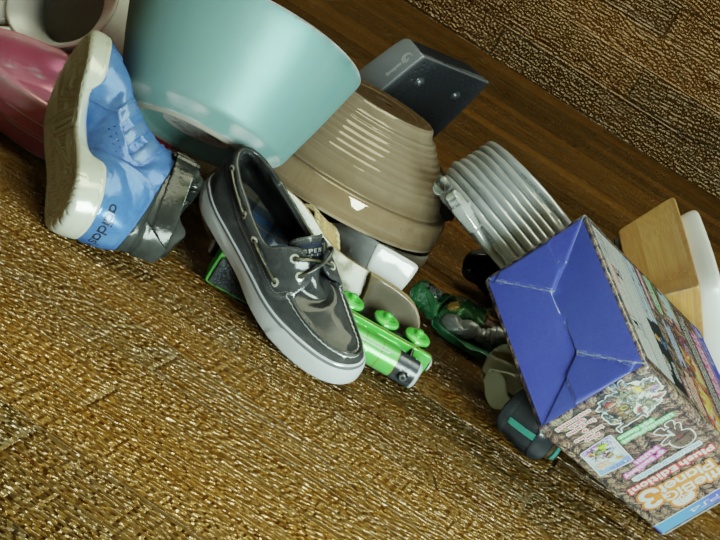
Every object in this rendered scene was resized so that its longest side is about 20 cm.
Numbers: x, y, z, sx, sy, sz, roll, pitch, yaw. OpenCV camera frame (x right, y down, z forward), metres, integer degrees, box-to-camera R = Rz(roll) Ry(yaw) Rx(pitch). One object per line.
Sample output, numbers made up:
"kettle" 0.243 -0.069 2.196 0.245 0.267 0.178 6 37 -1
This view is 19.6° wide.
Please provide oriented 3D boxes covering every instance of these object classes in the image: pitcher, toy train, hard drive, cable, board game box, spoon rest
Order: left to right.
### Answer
"pitcher" -0.257 -0.219 1.876 0.171 0.122 0.200 -5 -7 16
"toy train" -0.031 0.033 1.618 0.199 0.042 0.056 29 23 -10
"spoon rest" 0.000 0.000 1.791 0.099 0.061 0.200 30 0 -11
"hard drive" 0.011 -0.135 1.948 0.135 0.200 0.042 12 42 -56
"cable" 0.148 -0.019 1.766 0.200 0.069 0.200 49 2 0
"board game box" 0.205 0.083 1.622 0.200 0.097 0.160 40 24 -43

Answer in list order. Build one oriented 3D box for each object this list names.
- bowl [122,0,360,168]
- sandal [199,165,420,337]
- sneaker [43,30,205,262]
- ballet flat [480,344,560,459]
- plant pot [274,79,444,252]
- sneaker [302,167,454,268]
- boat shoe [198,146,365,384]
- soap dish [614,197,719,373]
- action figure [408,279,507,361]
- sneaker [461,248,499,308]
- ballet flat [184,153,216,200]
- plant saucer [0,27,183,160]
"bowl" -0.111 -0.148 1.651 0.200 0.105 0.201 25 -10 5
"sandal" -0.045 -0.011 1.681 0.211 0.078 0.070 37 7 -11
"sneaker" -0.174 -0.088 1.568 0.111 0.077 0.200 23 38 -27
"ballet flat" 0.133 0.092 1.701 0.073 0.073 0.200 30 17 -6
"plant pot" -0.003 -0.106 1.785 0.200 0.093 0.201 29 13 -7
"sneaker" 0.008 -0.078 1.935 0.200 0.112 0.073 17 19 -45
"boat shoe" -0.050 -0.009 1.560 0.070 0.066 0.200 -8 56 -40
"soap dish" 0.278 0.060 1.854 0.081 0.201 0.158 -7 30 3
"action figure" 0.132 0.062 1.842 0.199 0.055 0.118 26 17 -6
"sneaker" 0.168 0.040 1.982 0.090 0.076 0.200 3 25 -39
"ballet flat" -0.146 -0.127 1.859 0.068 0.073 0.200 22 16 -28
"plant saucer" -0.241 -0.129 1.708 0.200 0.051 0.201 29 13 -7
